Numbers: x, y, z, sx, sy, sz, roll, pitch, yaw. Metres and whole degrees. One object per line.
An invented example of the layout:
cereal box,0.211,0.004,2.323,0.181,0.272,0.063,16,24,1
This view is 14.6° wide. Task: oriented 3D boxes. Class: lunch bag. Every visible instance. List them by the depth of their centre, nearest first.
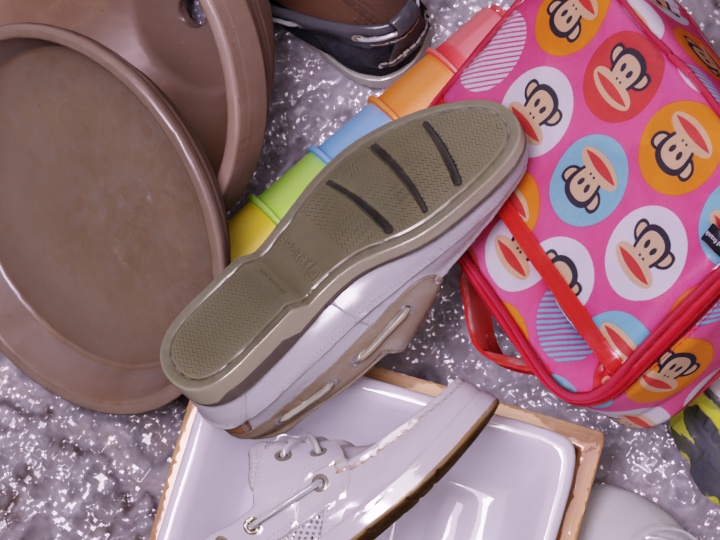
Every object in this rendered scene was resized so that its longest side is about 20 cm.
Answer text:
lunch bag,0.110,-0.029,1.320,0.176,0.082,0.200,-48,52,19

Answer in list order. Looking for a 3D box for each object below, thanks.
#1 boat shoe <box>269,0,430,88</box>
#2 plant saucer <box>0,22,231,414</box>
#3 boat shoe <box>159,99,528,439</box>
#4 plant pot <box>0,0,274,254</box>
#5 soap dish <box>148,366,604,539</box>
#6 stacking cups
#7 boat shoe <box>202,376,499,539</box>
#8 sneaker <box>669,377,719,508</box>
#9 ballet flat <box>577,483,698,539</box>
boat shoe,-0.052,-0.167,1.424,0.199,0.068,0.072,32,84,11
plant saucer,-0.136,-0.027,1.367,0.200,0.200,0.029,49,44,11
boat shoe,0.000,0.000,1.306,0.200,0.068,0.075,-37,47,2
plant pot,-0.109,-0.117,1.384,0.201,0.201,0.093,47,45,11
soap dish,0.003,0.129,1.357,0.199,0.081,0.158,15,82,7
stacking cups,0.002,-0.058,1.406,0.200,0.061,0.060,-44,79,-7
boat shoe,-0.027,0.106,1.287,0.200,0.071,0.069,-39,80,-1
sneaker,0.175,0.033,1.375,0.084,0.075,0.201,-13,65,-30
ballet flat,0.169,0.184,1.338,0.069,0.069,0.201,-27,79,-1
